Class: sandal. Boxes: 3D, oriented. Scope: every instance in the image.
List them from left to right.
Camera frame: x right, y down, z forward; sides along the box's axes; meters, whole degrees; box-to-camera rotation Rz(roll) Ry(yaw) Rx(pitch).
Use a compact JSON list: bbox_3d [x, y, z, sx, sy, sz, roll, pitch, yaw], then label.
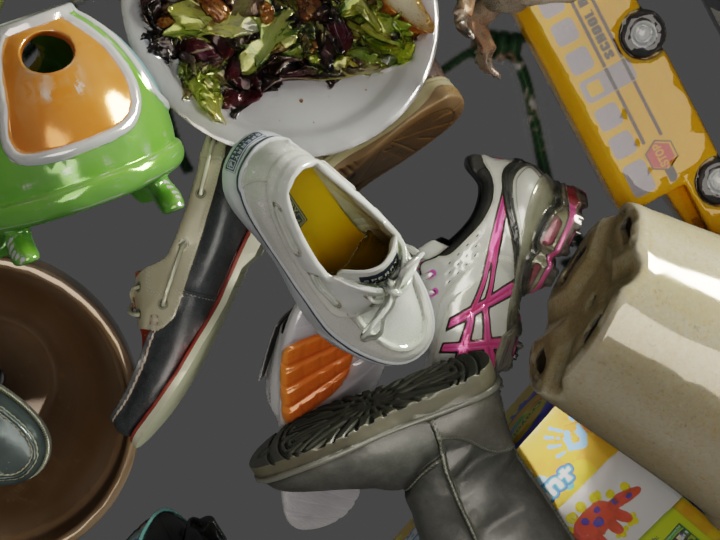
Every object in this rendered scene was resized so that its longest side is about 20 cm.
[{"bbox_3d":[-0.032,0.074,1.465,0.079,0.059,0.208,-10,126,-28],"label":"sandal"}]

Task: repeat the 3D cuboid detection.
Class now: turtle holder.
[{"bbox_3d":[-0.179,-0.088,1.343,0.140,0.186,0.132,-17,100,8],"label":"turtle holder"}]

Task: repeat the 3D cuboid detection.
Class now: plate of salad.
[{"bbox_3d":[-0.046,-0.165,1.377,0.199,0.048,0.201,4,72,-13],"label":"plate of salad"}]

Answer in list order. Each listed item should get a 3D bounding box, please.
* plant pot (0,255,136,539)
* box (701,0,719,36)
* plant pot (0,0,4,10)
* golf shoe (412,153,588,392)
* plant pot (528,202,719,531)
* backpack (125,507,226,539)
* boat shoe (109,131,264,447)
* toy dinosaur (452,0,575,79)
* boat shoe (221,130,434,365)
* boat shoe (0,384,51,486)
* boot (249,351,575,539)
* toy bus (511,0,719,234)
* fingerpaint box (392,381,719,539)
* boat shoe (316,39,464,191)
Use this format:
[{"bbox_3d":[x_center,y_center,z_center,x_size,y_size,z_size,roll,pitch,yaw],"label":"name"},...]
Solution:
[{"bbox_3d":[-0.238,0.080,1.432,0.200,0.093,0.202,-1,102,-5],"label":"plant pot"},{"bbox_3d":[0.325,-0.180,1.410,0.199,0.117,0.197,-31,103,1],"label":"box"},{"bbox_3d":[-0.317,-0.190,1.328,0.183,0.200,0.201,21,100,3],"label":"plant pot"},{"bbox_3d":[0.067,0.022,1.459,0.092,0.073,0.201,25,91,-6],"label":"golf shoe"},{"bbox_3d":[0.213,0.057,1.406,0.183,0.201,0.201,26,99,-12],"label":"plant pot"},{"bbox_3d":[-0.121,0.276,1.431,0.176,0.200,0.153,42,112,-14],"label":"backpack"},{"bbox_3d":[-0.106,0.009,1.373,0.062,0.071,0.201,27,90,0],"label":"boat shoe"},{"bbox_3d":[0.077,-0.205,1.335,0.200,0.086,0.136,36,87,-10],"label":"toy dinosaur"},{"bbox_3d":[0.003,-0.004,1.345,0.075,0.086,0.202,-49,130,-16],"label":"boat shoe"},{"bbox_3d":[-0.281,0.084,1.350,0.199,0.062,0.073,24,99,-9],"label":"boat shoe"},{"bbox_3d":[0.046,0.170,1.421,0.181,0.073,0.201,-19,109,9],"label":"boot"},{"bbox_3d":[0.170,-0.109,1.437,0.078,0.065,0.201,-29,103,2],"label":"toy bus"},{"bbox_3d":[0.122,0.196,1.498,0.167,0.073,0.200,39,96,-13],"label":"fingerpaint box"},{"bbox_3d":[-0.033,-0.079,1.434,0.200,0.072,0.072,-34,74,14],"label":"boat shoe"}]
